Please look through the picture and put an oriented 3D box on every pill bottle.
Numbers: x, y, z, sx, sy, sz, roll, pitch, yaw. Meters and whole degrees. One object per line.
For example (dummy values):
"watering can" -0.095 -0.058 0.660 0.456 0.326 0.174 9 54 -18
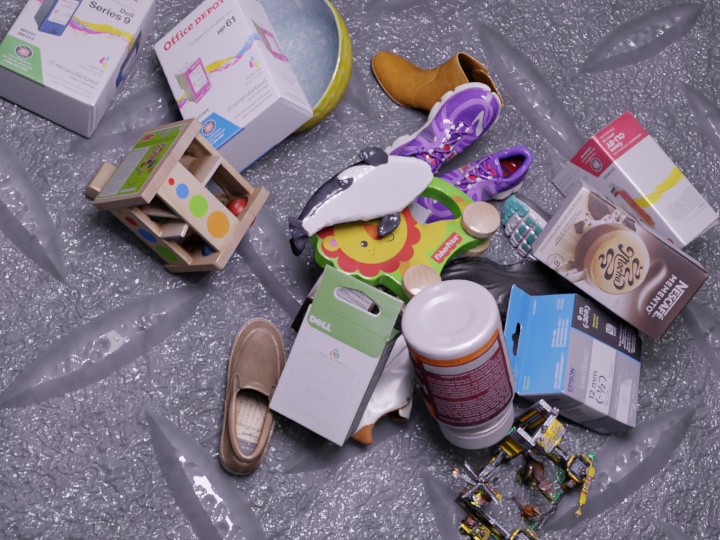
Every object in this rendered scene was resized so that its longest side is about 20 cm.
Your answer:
"pill bottle" 0.122 0.117 1.326 0.113 0.201 0.115 -10 44 10

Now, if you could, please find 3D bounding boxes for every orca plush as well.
"orca plush" -0.009 -0.084 1.353 0.200 0.071 0.105 -41 113 -15

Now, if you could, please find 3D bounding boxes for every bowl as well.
"bowl" -0.082 -0.274 1.524 0.107 0.199 0.201 17 54 -57

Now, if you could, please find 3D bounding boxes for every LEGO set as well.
"LEGO set" 0.217 0.261 1.393 0.200 0.116 0.154 -37 82 -25

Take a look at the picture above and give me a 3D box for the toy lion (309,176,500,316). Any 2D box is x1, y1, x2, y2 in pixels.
"toy lion" 0.045 -0.049 1.385 0.191 0.069 0.200 39 63 11

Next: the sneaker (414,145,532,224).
"sneaker" 0.156 -0.125 1.549 0.199 0.083 0.081 -32 79 -25

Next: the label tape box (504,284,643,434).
"label tape box" 0.281 0.114 1.471 0.199 0.066 0.144 27 61 -28

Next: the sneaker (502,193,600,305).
"sneaker" 0.287 -0.042 1.575 0.200 0.078 0.091 43 54 -4

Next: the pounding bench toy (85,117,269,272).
"pounding bench toy" -0.240 -0.083 1.410 0.156 0.199 0.125 45 61 -30

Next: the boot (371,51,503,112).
"boot" 0.111 -0.272 1.572 0.201 0.144 0.071 44 62 5

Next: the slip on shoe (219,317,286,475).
"slip on shoe" -0.132 0.149 1.370 0.076 0.061 0.201 16 64 -9

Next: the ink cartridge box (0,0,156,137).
"ink cartridge box" -0.377 -0.301 1.474 0.145 0.088 0.201 25 62 -4

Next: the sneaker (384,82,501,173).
"sneaker" 0.111 -0.170 1.507 0.081 0.200 0.084 40 27 -20

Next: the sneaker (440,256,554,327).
"sneaker" 0.175 0.032 1.506 0.199 0.076 0.091 2 74 -13

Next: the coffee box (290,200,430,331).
"coffee box" 0.000 0.000 1.443 0.080 0.113 0.200 32 64 -1

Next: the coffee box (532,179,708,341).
"coffee box" 0.340 -0.014 1.468 0.199 0.080 0.113 34 104 0

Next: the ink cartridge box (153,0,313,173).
"ink cartridge box" -0.170 -0.252 1.461 0.085 0.144 0.201 19 41 -57

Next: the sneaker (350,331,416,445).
"sneaker" 0.048 0.140 1.427 0.085 0.073 0.200 43 74 1

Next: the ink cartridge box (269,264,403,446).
"ink cartridge box" -0.023 0.096 1.322 0.103 0.201 0.059 27 20 12

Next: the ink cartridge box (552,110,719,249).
"ink cartridge box" 0.388 -0.102 1.580 0.083 0.145 0.200 -35 81 -25
